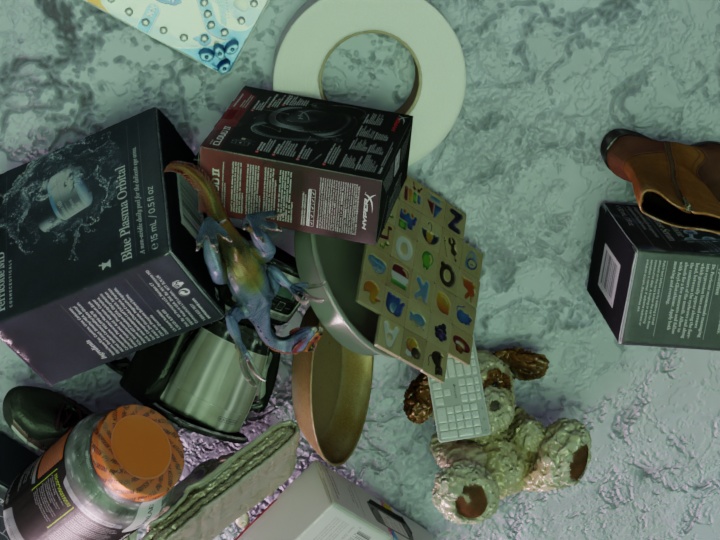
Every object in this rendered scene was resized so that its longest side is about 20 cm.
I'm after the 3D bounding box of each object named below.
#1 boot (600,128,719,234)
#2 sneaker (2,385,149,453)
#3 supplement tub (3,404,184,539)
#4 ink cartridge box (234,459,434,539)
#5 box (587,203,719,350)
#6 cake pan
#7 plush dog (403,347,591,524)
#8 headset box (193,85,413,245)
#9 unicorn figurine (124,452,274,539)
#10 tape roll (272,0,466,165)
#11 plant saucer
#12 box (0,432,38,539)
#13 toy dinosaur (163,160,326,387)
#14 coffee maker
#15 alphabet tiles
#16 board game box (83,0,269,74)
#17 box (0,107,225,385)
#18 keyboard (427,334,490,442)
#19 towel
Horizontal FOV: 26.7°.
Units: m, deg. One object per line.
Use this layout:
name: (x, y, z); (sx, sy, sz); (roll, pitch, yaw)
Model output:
boot: (0.352, -0.086, 1.549); (0.188, 0.200, 0.069); (19, 108, -12)
sneaker: (-0.276, 0.162, 1.631); (0.200, 0.076, 0.115); (32, 132, -25)
supplement tub: (-0.269, 0.219, 1.537); (0.122, 0.123, 0.200); (36, 135, -17)
ink cartridge box: (-0.022, 0.325, 1.706); (0.148, 0.086, 0.200); (-45, 125, 11)
box: (0.360, 0.008, 1.606); (0.199, 0.149, 0.108); (4, 111, -8)
cake pan: (0.000, 0.000, 1.562); (0.037, 0.200, 0.201); (-23, 114, 31)
plush dog: (0.134, 0.169, 1.677); (0.199, 0.160, 0.172); (-16, 96, -23)
headset box: (-0.061, -0.107, 1.483); (0.199, 0.149, 0.077); (10, 121, 9)
unicorn figurine: (-0.196, 0.268, 1.680); (0.200, 0.074, 0.137); (-47, 136, -6)
tape roll: (0.008, -0.197, 1.560); (0.202, 0.037, 0.204); (-2, 112, -4)
plant saucer: (-0.033, 0.105, 1.598); (0.035, 0.200, 0.201); (3, 112, 18)
box: (-0.415, 0.298, 1.669); (0.148, 0.107, 0.200); (36, 104, -17)
toy dinosaur: (-0.095, 0.005, 1.452); (0.105, 0.200, 0.182); (-22, 150, -7)
coffee maker: (-0.163, 0.051, 1.574); (0.192, 0.135, 0.201); (26, 92, 19)
alphabet tiles: (0.064, 0.007, 1.569); (0.166, 0.201, 0.006); (30, 146, -35)
board game box: (-0.172, -0.322, 1.501); (0.199, 0.026, 0.200); (27, 106, -14)
box: (-0.252, -0.024, 1.487); (0.199, 0.197, 0.118); (-22, 139, 12)
keyboard: (0.095, 0.083, 1.626); (0.056, 0.011, 0.201); (-7, 72, -7)
towel: (-0.147, 0.241, 1.594); (0.200, 0.133, 0.034); (-36, 73, -21)
